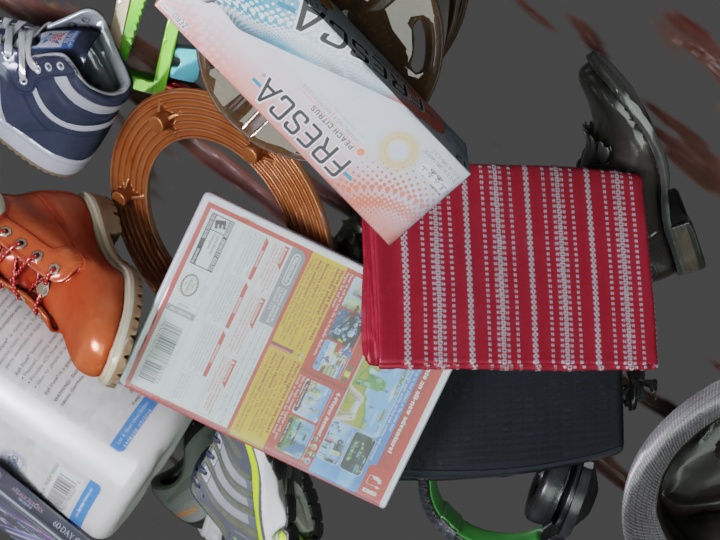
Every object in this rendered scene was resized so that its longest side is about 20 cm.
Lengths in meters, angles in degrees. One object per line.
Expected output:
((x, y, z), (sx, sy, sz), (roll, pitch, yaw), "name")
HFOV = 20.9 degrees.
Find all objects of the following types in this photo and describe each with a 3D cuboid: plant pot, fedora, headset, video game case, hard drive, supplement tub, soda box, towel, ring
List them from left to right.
((-0.234, 0.192, 1.429), (0.200, 0.143, 0.019), (46, 68, -30), "video game case")
((-0.227, 0.087, 1.392), (0.200, 0.132, 0.132), (34, 108, 1), "supplement tub")
((-0.103, -0.030, 1.362), (0.200, 0.019, 0.201), (20, 126, 30), "ring")
((-0.043, 0.053, 1.304), (0.200, 0.017, 0.143), (26, 95, -2), "video game case")
((-0.025, -0.112, 1.132), (0.068, 0.064, 0.200), (-41, 106, 14), "soda box")
((-0.023, -0.170, 1.249), (0.200, 0.198, 0.201), (0, 110, 0), "plant pot")
((0.091, 0.080, 1.357), (0.199, 0.042, 0.135), (-3, 97, -14), "hard drive")
((0.097, -0.002, 1.298), (0.199, 0.022, 0.145), (2, 72, -12), "towel")
((0.135, 0.135, 1.465), (0.200, 0.094, 0.124), (-37, 106, 30), "headset")
((0.281, 0.148, 1.444), (0.200, 0.090, 0.177), (-43, 106, 9), "fedora")

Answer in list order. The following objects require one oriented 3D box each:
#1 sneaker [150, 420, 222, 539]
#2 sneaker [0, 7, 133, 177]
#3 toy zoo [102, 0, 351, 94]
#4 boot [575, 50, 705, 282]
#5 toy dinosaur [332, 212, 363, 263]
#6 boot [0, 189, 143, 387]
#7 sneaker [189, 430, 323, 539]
((-0.090, 0.111, 1.448), (0.079, 0.074, 0.200), (29, 109, -4), "sneaker")
((-0.248, -0.153, 1.332), (0.200, 0.070, 0.108), (33, 134, -18), "sneaker")
((-0.072, -0.170, 1.366), (0.199, 0.020, 0.132), (15, 110, -5), "toy zoo")
((0.139, -0.039, 1.387), (0.174, 0.069, 0.200), (-22, 111, 8), "boot")
((0.000, 0.000, 1.400), (0.077, 0.102, 0.201), (0, 102, 19), "toy dinosaur")
((-0.211, 0.008, 1.327), (0.107, 0.200, 0.075), (12, 116, -28), "boot")
((-0.086, 0.132, 1.380), (0.081, 0.074, 0.201), (-1, 113, 21), "sneaker")
